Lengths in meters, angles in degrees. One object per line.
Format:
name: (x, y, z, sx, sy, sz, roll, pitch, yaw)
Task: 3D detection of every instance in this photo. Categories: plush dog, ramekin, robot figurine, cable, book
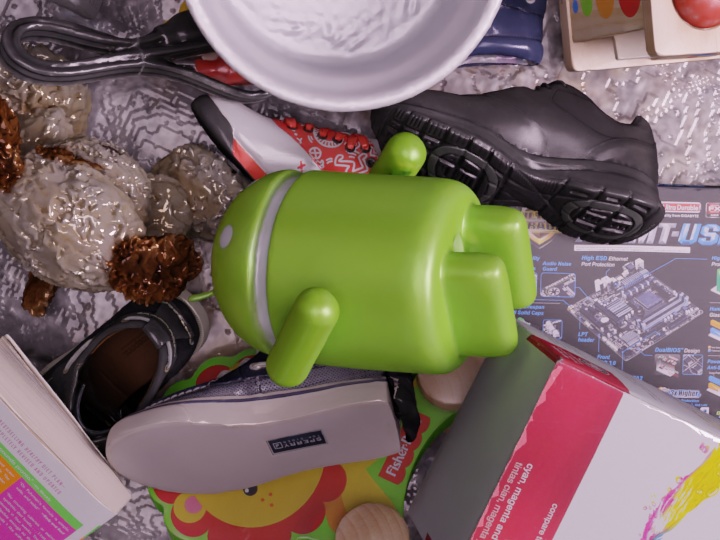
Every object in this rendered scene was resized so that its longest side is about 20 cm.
plush dog: (-0.182, -0.037, 1.090, 0.200, 0.172, 0.161, 33, 92, -5)
ramekin: (-0.013, -0.201, 1.055, 0.200, 0.098, 0.201, -1, 101, -4)
robot figurine: (0.000, 0.000, 1.030, 0.200, 0.176, 0.116, 5, 134, 22)
cable: (-0.131, -0.132, 1.105, 0.200, 0.050, 0.097, -19, 74, -29)
book: (-0.258, 0.151, 1.122, 0.200, 0.048, 0.134, -36, 96, 29)

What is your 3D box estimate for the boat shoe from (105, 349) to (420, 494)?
boat shoe: (-0.060, 0.080, 1.102, 0.200, 0.093, 0.075, -7, 132, 7)

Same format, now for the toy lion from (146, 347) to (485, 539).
toy lion: (-0.036, 0.111, 1.142, 0.191, 0.069, 0.200, 25, 69, 10)

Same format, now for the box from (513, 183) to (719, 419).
box: (0.186, 0.040, 1.171, 0.200, 0.050, 0.199, 1, 93, -1)

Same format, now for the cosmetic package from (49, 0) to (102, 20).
cosmetic package: (-0.188, -0.229, 1.065, 0.081, 0.200, 0.113, 25, 93, -3)

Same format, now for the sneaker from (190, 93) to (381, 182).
sneaker: (-0.009, -0.073, 1.150, 0.201, 0.067, 0.108, 43, 89, -6)

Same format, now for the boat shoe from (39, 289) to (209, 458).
boat shoe: (-0.181, 0.089, 1.129, 0.072, 0.068, 0.200, 42, 115, -7)

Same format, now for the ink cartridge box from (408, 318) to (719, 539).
ink cartridge box: (0.156, 0.141, 1.031, 0.200, 0.145, 0.145, 25, 94, -10)

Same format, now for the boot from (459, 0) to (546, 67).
boot: (0.027, -0.183, 1.139, 0.200, 0.073, 0.091, 3, 87, -3)

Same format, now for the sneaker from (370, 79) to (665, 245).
sneaker: (0.101, -0.083, 1.111, 0.200, 0.076, 0.091, 18, 59, -15)

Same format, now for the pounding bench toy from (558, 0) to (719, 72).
pounding bench toy: (0.207, -0.234, 1.090, 0.124, 0.156, 0.200, -6, 94, -16)
